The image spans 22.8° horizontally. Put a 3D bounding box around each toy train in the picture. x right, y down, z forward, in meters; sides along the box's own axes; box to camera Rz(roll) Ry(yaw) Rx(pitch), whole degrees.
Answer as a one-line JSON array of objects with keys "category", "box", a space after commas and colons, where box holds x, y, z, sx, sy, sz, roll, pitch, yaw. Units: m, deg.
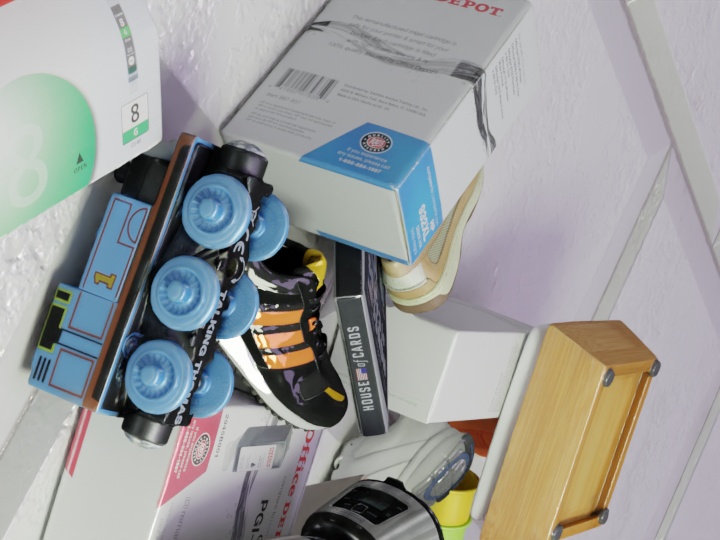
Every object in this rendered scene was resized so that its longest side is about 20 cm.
[{"category": "toy train", "box": [-0.125, 0.007, 1.117, 0.087, 0.114, 0.200, 19, 90, -68]}]

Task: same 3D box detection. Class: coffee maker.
[{"category": "coffee maker", "box": [-0.046, 0.253, 1.216, 0.200, 0.135, 0.192, -14, 137, -47]}]

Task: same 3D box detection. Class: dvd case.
[{"category": "dvd case", "box": [0.000, 0.000, 1.333, 0.200, 0.025, 0.150, -92, 174, -45]}]

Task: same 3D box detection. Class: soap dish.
[{"category": "soap dish", "box": [0.184, 0.144, 1.581, 0.157, 0.081, 0.200, 0, 109, -60]}]

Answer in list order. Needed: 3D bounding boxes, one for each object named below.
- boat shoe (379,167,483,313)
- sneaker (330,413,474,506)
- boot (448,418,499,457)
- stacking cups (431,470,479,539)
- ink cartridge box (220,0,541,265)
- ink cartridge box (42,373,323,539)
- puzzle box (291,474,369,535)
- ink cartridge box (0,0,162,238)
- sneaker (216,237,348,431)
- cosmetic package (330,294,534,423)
[{"category": "boat shoe", "box": [0.052, -0.066, 1.407, 0.076, 0.072, 0.200, 56, 31, -43]}, {"category": "sneaker", "box": [0.005, 0.194, 1.521, 0.200, 0.087, 0.075, -41, 151, -14]}, {"category": "boot", "box": [0.145, 0.152, 1.717, 0.200, 0.107, 0.075, 27, 81, -64]}, {"category": "stacking cups", "box": [0.063, 0.283, 1.711, 0.060, 0.060, 0.200, -21, 130, -56]}, {"category": "ink cartridge box", "box": [0.020, -0.117, 1.272, 0.200, 0.145, 0.084, -54, 148, -30]}, {"category": "ink cartridge box", "box": [-0.118, 0.149, 1.251, 0.200, 0.085, 0.146, 9, 99, -65]}, {"category": "puzzle box", "box": [-0.072, 0.245, 1.361, 0.025, 0.133, 0.200, 44, 60, -17]}, {"category": "ink cartridge box", "box": [-0.178, -0.136, 1.004, 0.161, 0.050, 0.200, -38, 140, -47]}, {"category": "sneaker", "box": [-0.049, 0.030, 1.219, 0.200, 0.090, 0.070, 51, 19, -30]}, {"category": "cosmetic package", "box": [0.068, 0.072, 1.522, 0.200, 0.108, 0.085, 3, 106, -61]}]
